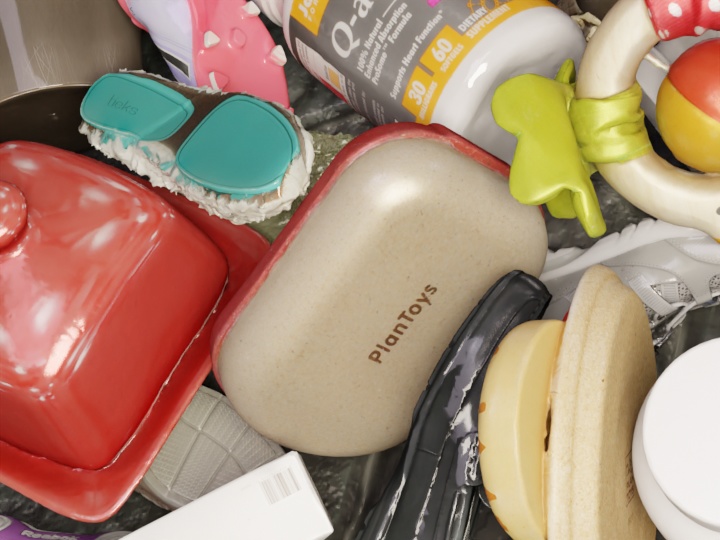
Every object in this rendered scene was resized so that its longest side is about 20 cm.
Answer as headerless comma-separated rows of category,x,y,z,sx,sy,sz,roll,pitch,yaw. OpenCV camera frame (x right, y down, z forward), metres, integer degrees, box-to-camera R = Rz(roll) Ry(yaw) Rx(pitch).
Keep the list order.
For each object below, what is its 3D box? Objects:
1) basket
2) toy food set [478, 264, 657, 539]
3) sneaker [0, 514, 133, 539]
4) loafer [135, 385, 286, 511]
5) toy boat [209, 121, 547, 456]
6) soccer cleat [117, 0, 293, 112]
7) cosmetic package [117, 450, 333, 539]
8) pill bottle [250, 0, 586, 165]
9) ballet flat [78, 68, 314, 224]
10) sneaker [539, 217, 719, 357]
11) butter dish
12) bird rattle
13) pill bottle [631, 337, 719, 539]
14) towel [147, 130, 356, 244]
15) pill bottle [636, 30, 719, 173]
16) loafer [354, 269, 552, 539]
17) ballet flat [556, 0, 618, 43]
basket,-0.213,-0.184,1.013,0.179,0.136,0.201,-10,74,-8
toy food set,0.104,0.098,0.747,0.048,0.200,0.199,0,113,19
sneaker,-0.170,0.202,0.928,0.199,0.075,0.100,7,101,18
loafer,-0.120,0.102,0.940,0.199,0.063,0.072,24,64,21
toy boat,0.000,0.000,0.860,0.200,0.130,0.131,-53,30,18
soccer cleat,-0.103,-0.148,0.953,0.076,0.067,0.201,-21,95,52
cosmetic package,-0.111,0.161,0.831,0.199,0.083,0.051,-27,86,-4
pill bottle,0.026,-0.143,0.920,0.116,0.116,0.200,-49,59,0
ballet flat,-0.081,-0.065,0.876,0.200,0.072,0.072,27,84,46
sneaker,0.148,0.022,0.863,0.199,0.075,0.082,-14,76,27
butter dish,-0.182,0.003,0.882,0.199,0.148,0.200,23,68,24
bird rattle,0.160,-0.101,0.782,0.163,0.113,0.200,32,101,2
pill bottle,0.189,0.093,0.748,0.110,0.200,0.112,-5,73,18
towel,-0.049,-0.019,0.957,0.199,0.036,0.149,6,76,21
pill bottle,0.241,-0.139,0.847,0.200,0.112,0.113,-37,66,6
loafer,0.054,0.098,0.785,0.070,0.068,0.201,24,89,14
ballet flat,0.168,-0.191,0.925,0.067,0.046,0.200,34,88,25
